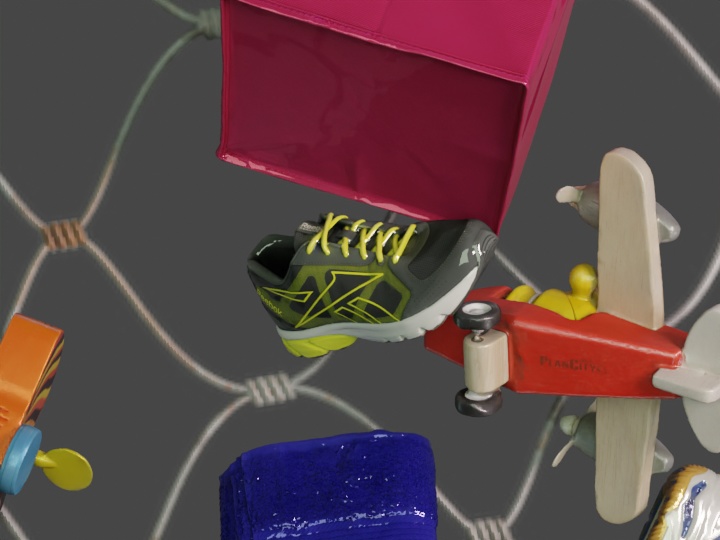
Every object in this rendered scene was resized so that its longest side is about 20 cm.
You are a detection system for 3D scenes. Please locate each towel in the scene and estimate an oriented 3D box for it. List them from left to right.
[{"bbox_3d":[-0.020,0.195,1.679,0.147,0.050,0.200,-12,51,8],"label":"towel"}]

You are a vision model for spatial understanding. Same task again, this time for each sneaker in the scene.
[{"bbox_3d":[0.000,0.000,1.673,0.200,0.075,0.085,-21,119,42],"label":"sneaker"},{"bbox_3d":[0.207,0.231,1.706,0.088,0.075,0.200,26,92,-1],"label":"sneaker"}]

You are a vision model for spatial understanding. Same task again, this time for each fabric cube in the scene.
[{"bbox_3d":[0.030,-0.171,1.639,0.200,0.196,0.200,18,63,5],"label":"fabric cube"}]

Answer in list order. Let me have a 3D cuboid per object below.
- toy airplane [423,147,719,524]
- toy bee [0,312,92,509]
[{"bbox_3d":[0.166,0.043,1.674,0.199,0.141,0.200,45,118,-4],"label":"toy airplane"},{"bbox_3d":[-0.259,0.130,1.736,0.131,0.109,0.200,40,66,12],"label":"toy bee"}]
